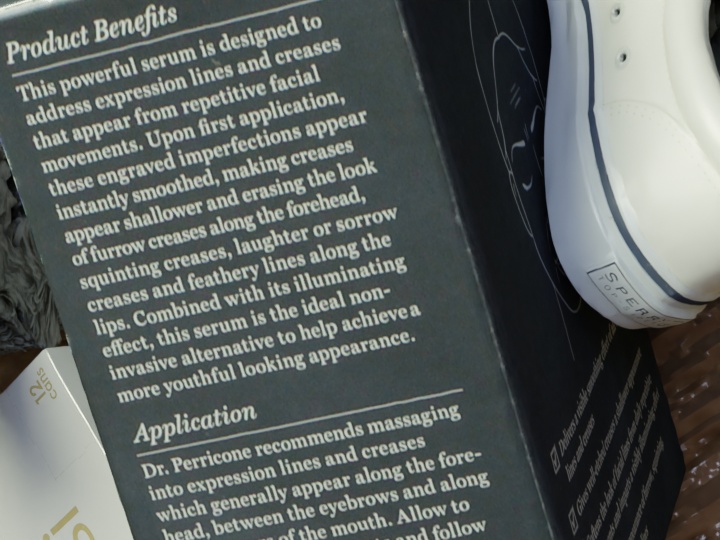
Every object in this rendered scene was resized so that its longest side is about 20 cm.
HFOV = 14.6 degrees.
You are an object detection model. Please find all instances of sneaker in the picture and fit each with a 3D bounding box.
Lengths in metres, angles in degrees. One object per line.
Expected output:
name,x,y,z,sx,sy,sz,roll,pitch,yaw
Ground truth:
sneaker,0.088,-0.080,0.719,0.071,0.073,0.201,-24,53,32

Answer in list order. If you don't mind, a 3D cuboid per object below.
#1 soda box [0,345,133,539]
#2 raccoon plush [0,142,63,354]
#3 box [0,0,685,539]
soda box,-0.040,0.118,0.779,0.068,0.063,0.201,-44,68,30
raccoon plush,-0.167,-0.007,0.790,0.133,0.200,0.098,-10,96,15
box,0.000,0.000,0.707,0.106,0.148,0.201,-12,105,18
